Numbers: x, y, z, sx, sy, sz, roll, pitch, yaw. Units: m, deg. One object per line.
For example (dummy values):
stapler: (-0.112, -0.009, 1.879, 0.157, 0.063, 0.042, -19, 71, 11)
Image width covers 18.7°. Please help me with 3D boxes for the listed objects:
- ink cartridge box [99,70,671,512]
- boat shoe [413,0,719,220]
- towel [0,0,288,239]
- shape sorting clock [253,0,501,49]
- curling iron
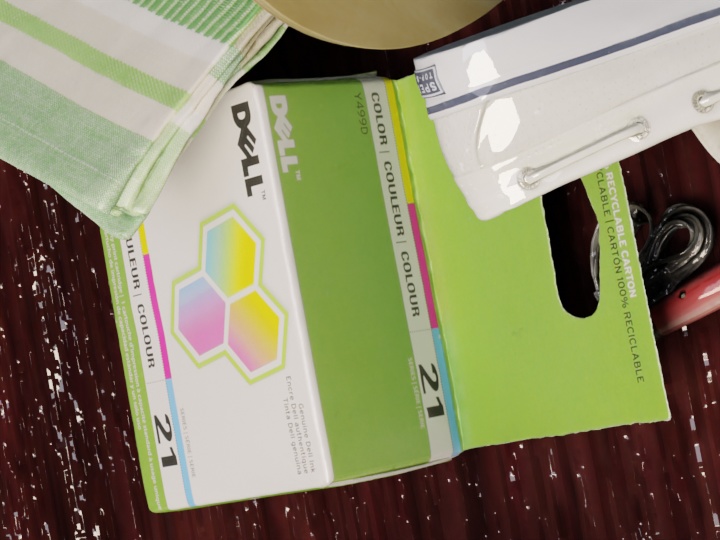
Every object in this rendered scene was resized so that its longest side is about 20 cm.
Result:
ink cartridge box: (0.000, 0.000, 0.782, 0.200, 0.076, 0.149, -15, 85, 46)
boat shoe: (0.124, -0.059, 0.703, 0.201, 0.075, 0.086, -19, 97, -5)
towel: (-0.067, -0.115, 0.803, 0.152, 0.023, 0.200, 29, 78, 44)
shape sorting clock: (0.009, -0.174, 0.722, 0.039, 0.199, 0.201, 19, 102, 47)
curling iron: (0.160, -0.029, 0.738, 0.199, 0.026, 0.050, -26, 81, 29)
